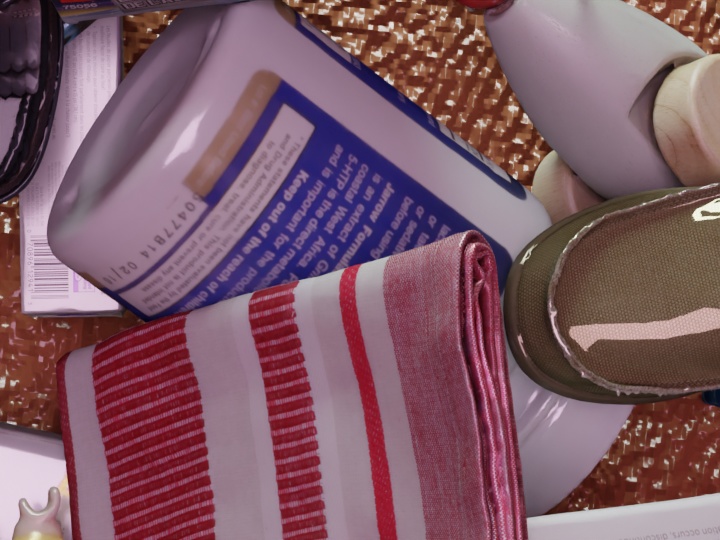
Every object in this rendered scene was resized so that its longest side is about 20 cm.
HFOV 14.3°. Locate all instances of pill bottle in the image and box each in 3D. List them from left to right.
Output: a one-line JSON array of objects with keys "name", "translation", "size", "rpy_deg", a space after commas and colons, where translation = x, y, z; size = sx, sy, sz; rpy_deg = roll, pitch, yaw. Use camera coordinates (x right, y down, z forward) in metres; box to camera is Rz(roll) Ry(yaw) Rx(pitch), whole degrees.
[{"name": "pill bottle", "translation": [0.000, 0.000, 1.021], "size": [0.200, 0.120, 0.120], "rpy_deg": [36, 88, -17]}]

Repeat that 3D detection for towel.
[{"name": "towel", "translation": [-0.027, 0.078, 0.927], "size": [0.023, 0.199, 0.145], "rpy_deg": [4, 75, -46]}]

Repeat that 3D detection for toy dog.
[{"name": "toy dog", "translation": [0.081, -0.100, 1.046], "size": [0.131, 0.096, 0.201], "rpy_deg": [-3, 124, 34]}]

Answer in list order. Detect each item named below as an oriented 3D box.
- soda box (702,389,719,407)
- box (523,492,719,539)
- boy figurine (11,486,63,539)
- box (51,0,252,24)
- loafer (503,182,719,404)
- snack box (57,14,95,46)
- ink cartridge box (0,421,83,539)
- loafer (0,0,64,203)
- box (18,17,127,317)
[{"name": "soda box", "translation": [0.232, 0.035, 1.065], "size": [0.198, 0.068, 0.065], "rpy_deg": [10, 87, -2]}, {"name": "box", "translation": [0.071, 0.193, 0.935], "size": [0.106, 0.152, 0.201], "rpy_deg": [-3, 71, -34]}, {"name": "boy figurine", "translation": [-0.149, 0.117, 0.969], "size": [0.124, 0.064, 0.201], "rpy_deg": [-28, 89, -2]}, {"name": "box", "translation": [-0.043, -0.190, 0.972], "size": [0.136, 0.040, 0.201], "rpy_deg": [-7, 73, 5]}, {"name": "loafer", "translation": [0.146, -0.001, 0.980], "size": [0.199, 0.067, 0.077], "rpy_deg": [-10, 83, -16]}, {"name": "snack box", "translation": [-0.109, -0.155, 1.032], "size": [0.200, 0.037, 0.116], "rpy_deg": [-41, 90, -1]}, {"name": "ink cartridge box", "translation": [-0.112, 0.133, 1.043], "size": [0.199, 0.088, 0.146], "rpy_deg": [11, 88, -3]}, {"name": "loafer", "translation": [-0.140, -0.123, 0.980], "size": [0.071, 0.063, 0.202], "rpy_deg": [0, 89, 1]}, {"name": "box", "translation": [-0.108, -0.083, 1.069], "size": [0.041, 0.039, 0.202], "rpy_deg": [-2, 89, -3]}]
